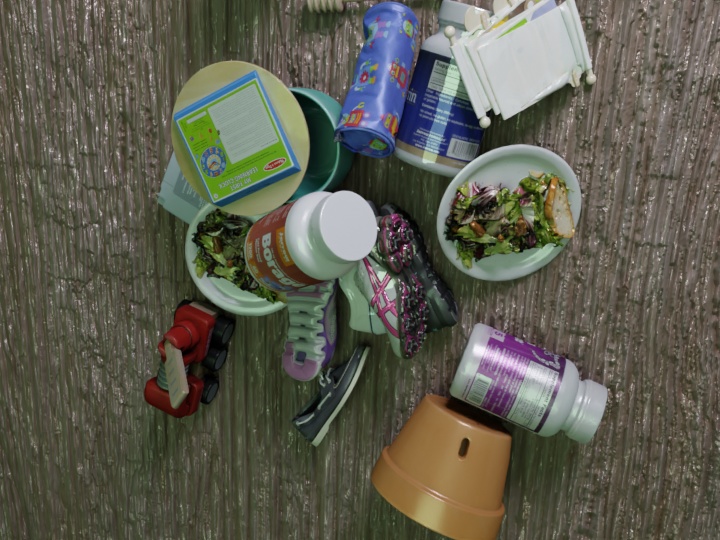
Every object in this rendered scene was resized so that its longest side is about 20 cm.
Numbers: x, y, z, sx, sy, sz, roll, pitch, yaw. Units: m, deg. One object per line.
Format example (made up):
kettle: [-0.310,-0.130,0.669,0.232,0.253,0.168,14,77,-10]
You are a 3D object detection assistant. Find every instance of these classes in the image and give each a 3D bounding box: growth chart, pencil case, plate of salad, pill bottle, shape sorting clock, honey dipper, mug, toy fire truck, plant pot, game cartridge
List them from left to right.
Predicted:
toy fire truck: [-0.284,0.163,1.020,0.127,0.200,0.179,23,109,11]
game cartridge: [-0.231,-0.162,1.012,0.132,0.040,0.202,33,111,11]
shape sorting clock: [-0.160,-0.172,0.862,0.196,0.039,0.204,5,108,15]
plate of salad: [-0.174,-0.020,0.996,0.196,0.048,0.204,1,111,2]
mug: [-0.096,-0.184,0.922,0.182,0.114,0.155,23,110,12]
pill bottle: [-0.067,-0.039,0.853,0.199,0.111,0.114,-16,100,55]
pencil case: [0.022,-0.244,0.844,0.086,0.077,0.204,-4,67,44]
honey dipper: [0.024,-0.373,0.880,0.196,0.038,0.039,3,104,15]
plant pot: [0.130,0.272,0.934,0.197,0.200,0.142,23,91,11]
pill bottle: [0.120,-0.233,0.841,0.114,0.116,0.203,20,108,11]
plate of salad: [0.199,-0.066,0.858,0.196,0.048,0.203,-3,123,-5]
growth chart: [0.199,-0.266,0.787,0.197,0.018,0.147,-26,111,-16]
pill bottle: [0.233,0.161,0.905,0.197,0.112,0.114,23,109,10]

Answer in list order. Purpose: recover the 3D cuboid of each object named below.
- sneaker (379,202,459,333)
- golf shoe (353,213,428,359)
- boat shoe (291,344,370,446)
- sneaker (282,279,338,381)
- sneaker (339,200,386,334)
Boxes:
sneaker: [0.068,0.002,0.938,0.078,0.075,0.203,-25,95,23]
golf shoe: [0.038,0.023,0.892,0.091,0.072,0.204,-3,104,37]
boat shoe: [-0.049,0.190,1.022,0.062,0.073,0.202,31,115,4]
sneaker: [-0.065,0.063,0.993,0.079,0.088,0.205,8,92,27]
sneaker: [0.000,0.000,0.959,0.069,0.073,0.204,-2,103,14]
